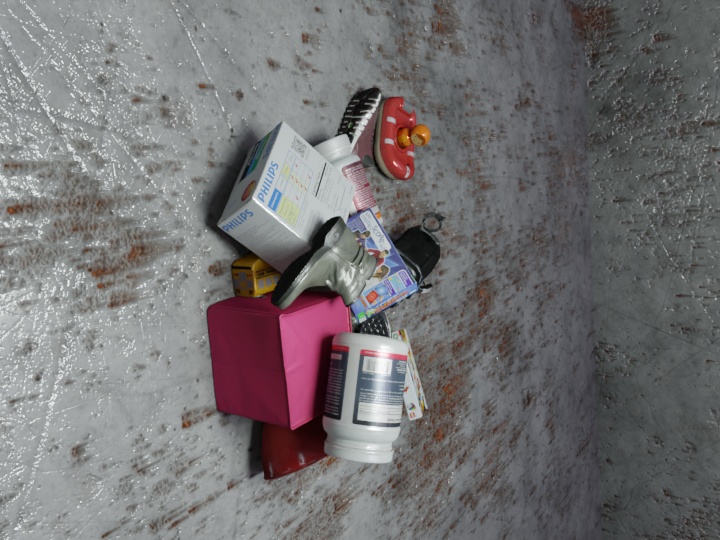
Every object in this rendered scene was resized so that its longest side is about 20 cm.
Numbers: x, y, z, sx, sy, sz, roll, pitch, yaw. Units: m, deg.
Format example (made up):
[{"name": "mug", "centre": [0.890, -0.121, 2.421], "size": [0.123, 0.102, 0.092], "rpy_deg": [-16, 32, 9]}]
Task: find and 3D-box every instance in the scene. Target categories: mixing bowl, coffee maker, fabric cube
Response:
[{"name": "mixing bowl", "centre": [-0.119, 0.312, 1.231], "size": [0.198, 0.198, 0.111], "rpy_deg": [-21, 86, -50]}, {"name": "coffee maker", "centre": [0.109, -0.030, 1.487], "size": [0.200, 0.131, 0.198], "rpy_deg": [-39, 142, -64]}, {"name": "fabric cube", "centre": [-0.143, 0.150, 1.165], "size": [0.194, 0.195, 0.207], "rpy_deg": [-14, 102, -50]}]

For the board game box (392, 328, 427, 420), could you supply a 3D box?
[{"name": "board game box", "centre": [0.112, 0.245, 1.505], "size": [0.126, 0.034, 0.206], "rpy_deg": [12, 62, -78]}]

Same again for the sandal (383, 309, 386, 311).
[{"name": "sandal", "centre": [0.006, 0.104, 1.481], "size": [0.199, 0.074, 0.049], "rpy_deg": [-34, 143, -39]}]

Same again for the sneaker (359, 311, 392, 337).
[{"name": "sneaker", "centre": [0.041, 0.178, 1.380], "size": [0.083, 0.069, 0.207], "rpy_deg": [-54, 140, -70]}]

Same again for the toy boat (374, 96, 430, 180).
[{"name": "toy boat", "centre": [0.114, -0.327, 1.551], "size": [0.129, 0.128, 0.207], "rpy_deg": [12, 81, -51]}]

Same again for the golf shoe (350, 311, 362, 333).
[{"name": "golf shoe", "centre": [-0.063, 0.178, 1.381], "size": [0.076, 0.087, 0.205], "rpy_deg": [8, 106, -58]}]

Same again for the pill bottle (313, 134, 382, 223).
[{"name": "pill bottle", "centre": [-0.036, -0.176, 1.346], "size": [0.113, 0.112, 0.205], "rpy_deg": [-28, 99, -48]}]

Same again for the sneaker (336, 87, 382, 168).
[{"name": "sneaker", "centre": [0.008, -0.317, 1.468], "size": [0.204, 0.074, 0.116], "rpy_deg": [-62, 141, -17]}]

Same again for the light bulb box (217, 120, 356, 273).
[{"name": "light bulb box", "centre": [-0.131, -0.122, 1.167], "size": [0.199, 0.123, 0.202], "rpy_deg": [38, 48, -28]}]

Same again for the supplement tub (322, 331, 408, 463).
[{"name": "supplement tub", "centre": [0.007, 0.217, 1.092], "size": [0.139, 0.137, 0.207], "rpy_deg": [16, 79, -51]}]

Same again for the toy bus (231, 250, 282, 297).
[{"name": "toy bus", "centre": [-0.161, -0.011, 1.244], "size": [0.198, 0.064, 0.081], "rpy_deg": [-20, 107, -51]}]

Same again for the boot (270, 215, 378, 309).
[{"name": "boot", "centre": [-0.052, 0.018, 1.074], "size": [0.131, 0.067, 0.201], "rpy_deg": [49, 66, -23]}]

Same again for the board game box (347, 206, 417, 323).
[{"name": "board game box", "centre": [0.008, -0.015, 1.229], "size": [0.133, 0.203, 0.035], "rpy_deg": [-27, 150, -5]}]
